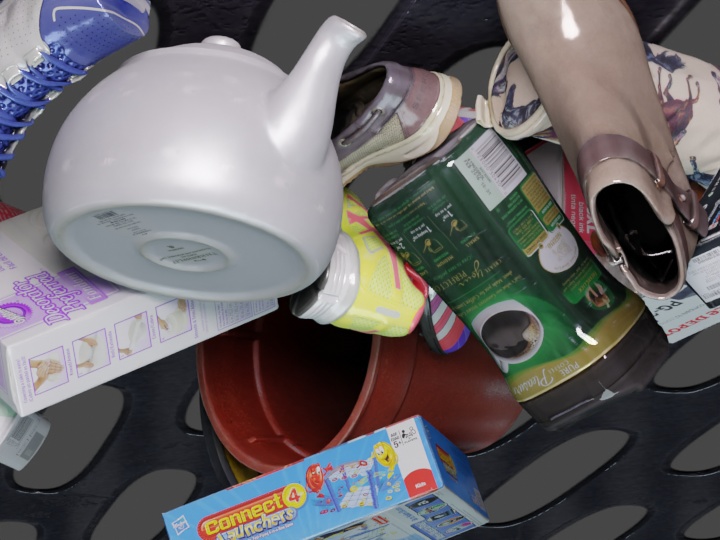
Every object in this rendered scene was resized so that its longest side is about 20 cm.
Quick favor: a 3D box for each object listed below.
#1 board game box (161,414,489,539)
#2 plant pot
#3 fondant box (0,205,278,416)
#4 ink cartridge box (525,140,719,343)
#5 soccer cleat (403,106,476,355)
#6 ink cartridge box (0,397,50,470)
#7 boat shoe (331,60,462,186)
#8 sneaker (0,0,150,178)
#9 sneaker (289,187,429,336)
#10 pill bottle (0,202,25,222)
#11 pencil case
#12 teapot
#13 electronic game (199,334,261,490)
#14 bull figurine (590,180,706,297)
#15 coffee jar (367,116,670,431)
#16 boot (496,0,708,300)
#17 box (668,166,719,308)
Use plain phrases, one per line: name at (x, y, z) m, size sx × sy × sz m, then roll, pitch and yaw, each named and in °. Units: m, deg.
board game box at (-0.020, 0.179, 1.712) m, size 0.195 × 0.056 × 0.200 m, roll -21°, pitch 164°, yaw 6°
plant pot at (0.015, 0.057, 1.769) m, size 0.195 × 0.202 × 0.200 m, roll 8°, pitch 159°, yaw -43°
fondant box at (-0.176, 0.008, 1.575) m, size 0.200 × 0.144 × 0.058 m, roll -24°, pitch 127°, yaw -26°
ink cartridge box at (0.186, -0.020, 1.688) m, size 0.199 × 0.085 × 0.145 m, roll 11°, pitch 157°, yaw -28°
soccer cleat at (0.071, -0.023, 1.609) m, size 0.073 × 0.068 × 0.201 m, roll 1°, pitch 127°, yaw 8°
ink cartridge box at (-0.314, 0.064, 1.627) m, size 0.200 × 0.050 × 0.161 m, roll 34°, pitch 173°, yaw 4°
boat shoe at (-0.019, -0.093, 1.528) m, size 0.065 × 0.072 × 0.200 m, roll 32°, pitch 150°, yaw -30°
sneaker at (-0.215, -0.104, 1.423) m, size 0.199 × 0.116 × 0.080 m, roll -13°, pitch 157°, yaw 30°
sneaker at (0.000, 0.000, 1.576) m, size 0.090 × 0.078 × 0.200 m, roll 20°, pitch -162°, yaw -10°
pill bottle at (-0.273, 0.005, 1.695) m, size 0.112 × 0.113 × 0.200 m, roll -15°, pitch 154°, yaw 35°
pencil case at (0.171, -0.100, 1.487) m, size 0.199 × 0.078 × 0.090 m, roll 13°, pitch 132°, yaw -31°
teapot at (-0.100, -0.075, 1.459) m, size 0.199 × 0.147 × 0.198 m, roll 6°, pitch 159°, yaw 2°
electronic game at (-0.058, 0.107, 1.858) m, size 0.042 × 0.201 × 0.200 m, roll -9°, pitch 158°, yaw 37°
bull figurine at (0.244, -0.027, 1.572) m, size 0.121 × 0.200 × 0.065 m, roll 17°, pitch 131°, yaw 41°
coffee jar at (0.103, 0.005, 1.504) m, size 0.200 × 0.085 × 0.104 m, roll 51°, pitch 137°, yaw -6°
boot at (0.136, -0.083, 1.337) m, size 0.070 × 0.146 × 0.200 m, roll -28°, pitch 120°, yaw 19°
box at (0.282, -0.078, 1.398) m, size 0.046 × 0.200 × 0.159 m, roll 46°, pitch 142°, yaw -13°
